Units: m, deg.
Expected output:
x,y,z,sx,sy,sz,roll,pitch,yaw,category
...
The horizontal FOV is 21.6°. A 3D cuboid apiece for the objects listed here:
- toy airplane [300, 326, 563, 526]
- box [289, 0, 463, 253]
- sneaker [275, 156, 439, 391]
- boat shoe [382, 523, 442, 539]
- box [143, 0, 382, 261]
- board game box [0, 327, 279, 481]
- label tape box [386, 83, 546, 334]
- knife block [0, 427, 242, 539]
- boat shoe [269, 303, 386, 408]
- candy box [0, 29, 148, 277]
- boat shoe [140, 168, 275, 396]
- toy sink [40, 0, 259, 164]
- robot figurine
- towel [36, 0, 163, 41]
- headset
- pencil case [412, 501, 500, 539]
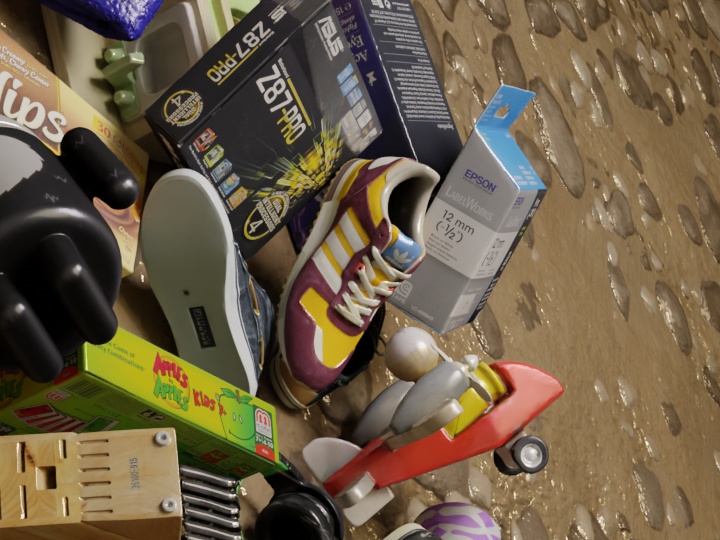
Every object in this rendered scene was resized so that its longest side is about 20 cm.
x,y,z,sx,sy,sz,roll,pitch,yaw,category
0.042,0.119,1.528,0.198,0.199,0.143,-11,83,-56,toy airplane
-0.004,-0.130,1.684,0.104,0.147,0.202,-5,72,-60,box
0.000,0.000,1.495,0.075,0.090,0.202,31,69,-41,sneaker
-0.004,0.269,1.364,0.201,0.063,0.074,-41,127,-17,boat shoe
-0.071,-0.115,1.466,0.049,0.161,0.200,39,-13,26,box
-0.157,0.099,1.299,0.199,0.101,0.048,32,43,-45,board game box
0.105,-0.051,1.581,0.066,0.201,0.143,32,10,11,label tape box
-0.174,0.173,1.276,0.198,0.176,0.065,-2,60,-11,knife block
-0.013,0.057,1.618,0.075,0.062,0.200,59,28,-7,boat shoe
-0.240,-0.085,1.348,0.200,0.055,0.116,41,38,-38,candy box
-0.115,0.005,1.447,0.091,0.070,0.202,-66,149,-62,boat shoe
-0.142,-0.170,1.519,0.199,0.111,0.132,12,58,-56,toy sink
-0.227,-0.019,1.190,0.149,0.126,0.200,-2,33,-35,robot figurine
-0.191,-0.287,1.453,0.147,0.050,0.201,26,68,0,towel
-0.039,0.216,1.417,0.201,0.093,0.124,55,30,-30,headset
0.072,0.287,1.560,0.084,0.085,0.201,49,32,-34,pencil case
